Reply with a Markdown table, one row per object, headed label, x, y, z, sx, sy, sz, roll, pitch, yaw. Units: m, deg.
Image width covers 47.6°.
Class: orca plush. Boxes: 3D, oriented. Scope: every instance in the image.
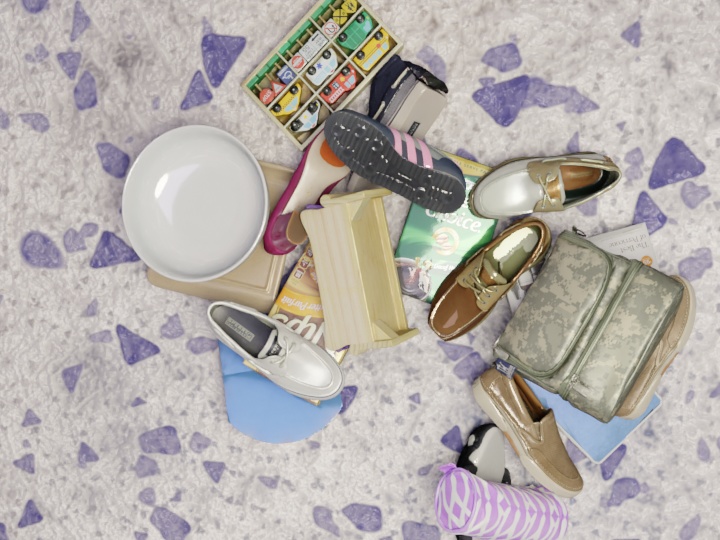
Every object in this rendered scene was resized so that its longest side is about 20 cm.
| label | x | y | z | sx | sy | sz | roll | pitch | yaw |
| --- | --- | --- | --- | --- | --- | --- | --- | --- | --- |
| orca plush | 0.151 | 0.308 | 1.124 | 0.104 | 0.071 | 0.203 | -8 | 99 | -39 |

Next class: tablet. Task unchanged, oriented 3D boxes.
| label | x | y | z | sx | sy | sz | roll | pitch | yaw |
| --- | --- | --- | --- | --- | --- | --- | --- | --- | --- |
| tablet | 0.299 | 0.152 | 1.114 | 0.130 | 0.014 | 0.200 | -45 | 88 | 6 |

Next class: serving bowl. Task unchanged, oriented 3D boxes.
| label | x | y | z | sx | sy | sz | roll | pitch | yaw |
| --- | --- | --- | --- | --- | --- | --- | --- | --- | --- |
| serving bowl | -0.208 | -0.084 | 1.073 | 0.197 | 0.066 | 0.203 | -1 | 86 | 9 |

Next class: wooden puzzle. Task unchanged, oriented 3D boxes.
| label | x | y | z | sx | sy | sz | roll | pitch | yaw |
| --- | --- | --- | --- | --- | --- | --- | --- | --- | --- |
| wooden puzzle | -0.185 | -0.058 | 1.127 | 0.182 | 0.037 | 0.203 | 13 | 91 | 4 |

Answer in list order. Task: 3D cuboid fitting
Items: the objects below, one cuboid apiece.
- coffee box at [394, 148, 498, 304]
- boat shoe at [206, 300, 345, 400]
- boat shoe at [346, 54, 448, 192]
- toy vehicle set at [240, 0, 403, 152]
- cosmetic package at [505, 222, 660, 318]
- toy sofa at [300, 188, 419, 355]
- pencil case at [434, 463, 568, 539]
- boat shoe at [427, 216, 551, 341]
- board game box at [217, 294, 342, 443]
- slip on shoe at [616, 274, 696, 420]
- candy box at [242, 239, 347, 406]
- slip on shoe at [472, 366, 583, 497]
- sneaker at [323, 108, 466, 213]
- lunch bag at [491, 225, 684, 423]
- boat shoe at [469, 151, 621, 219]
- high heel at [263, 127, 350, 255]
| label | x | y | z | sx | sy | sz | roll | pitch | yaw |
| --- | --- | --- | --- | --- | --- | --- | --- | --- | --- |
| coffee box | 0.117 | -0.053 | 1.102 | 0.122 | 0.044 | 0.202 | 20 | 94 | 3 |
| boat shoe | -0.110 | 0.101 | 1.026 | 0.198 | 0.065 | 0.074 | 26 | 80 | 4 |
| boat shoe | 0.033 | -0.191 | 1.097 | 0.201 | 0.074 | 0.093 | -52 | 51 | 21 |
| toy vehicle set | -0.052 | -0.278 | 1.112 | 0.124 | 0.027 | 0.200 | 45 | 96 | 1 |
| cosmetic package | 0.288 | 0.005 | 1.081 | 0.197 | 0.051 | 0.084 | -16 | 82 | 6 |
| toy sofa | 0.000 | 0.000 | 1.032 | 0.097 | 0.083 | 0.203 | -10 | 93 | 30 |
| pencil case | 0.184 | 0.305 | 1.051 | 0.084 | 0.199 | 0.087 | -27 | 53 | 41 |
| boat shoe | 0.161 | 0.005 | 1.039 | 0.076 | 0.074 | 0.200 | 43 | 95 | 10 |
| board game box | -0.111 | 0.137 | 1.132 | 0.156 | 0.039 | 0.203 | -10 | 78 | -1 |
| slip on shoe | 0.368 | 0.094 | 1.063 | 0.060 | 0.076 | 0.202 | 26 | 93 | -29 |
| candy box | -0.059 | 0.065 | 1.095 | 0.114 | 0.055 | 0.202 | 28 | 79 | 4 |
| slip on shoe | 0.234 | 0.210 | 1.084 | 0.061 | 0.076 | 0.201 | -42 | 82 | 29 |
| sneaker | 0.045 | -0.145 | 1.030 | 0.199 | 0.082 | 0.070 | 32 | 122 | -11 |
| lunch bag | 0.272 | 0.067 | 0.994 | 0.167 | 0.139 | 0.202 | 31 | 93 | 22 |
| boat shoe | 0.238 | -0.112 | 1.048 | 0.198 | 0.068 | 0.076 | -18 | 107 | -11 |
| high heel | -0.074 | -0.114 | 1.088 | 0.067 | 0.096 | 0.201 | 37 | 67 | -21 |
